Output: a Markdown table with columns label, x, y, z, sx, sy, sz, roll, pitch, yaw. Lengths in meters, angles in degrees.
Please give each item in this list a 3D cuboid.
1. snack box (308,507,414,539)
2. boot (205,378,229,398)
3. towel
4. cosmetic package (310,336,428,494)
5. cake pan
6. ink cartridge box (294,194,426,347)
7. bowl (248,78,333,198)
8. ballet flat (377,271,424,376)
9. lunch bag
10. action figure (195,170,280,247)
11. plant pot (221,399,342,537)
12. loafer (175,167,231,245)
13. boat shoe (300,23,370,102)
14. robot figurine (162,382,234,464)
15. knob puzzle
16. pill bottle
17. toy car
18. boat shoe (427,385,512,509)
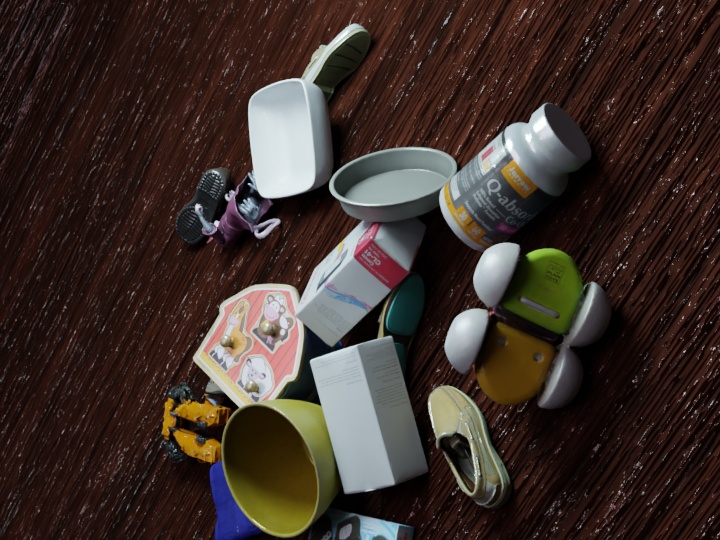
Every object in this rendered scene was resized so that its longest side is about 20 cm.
| label | x | y | z | sx | sy | sz | roll | pitch | yaw |
| --- | --- | --- | --- | --- | --- | --- | --- | --- | --- |
| snack box | -0.007 | 0.415 | 1.503 | 0.198 | 0.037 | 0.119 | -4 | 72 | 51 |
| boot | -0.203 | 0.154 | 1.848 | 0.199 | 0.072 | 0.154 | -10 | 67 | 56 |
| towel | -0.178 | 0.372 | 1.738 | 0.199 | 0.049 | 0.150 | -31 | 59 | 40 |
| cosmetic package | 0.012 | 0.208 | 1.479 | 0.112 | 0.080 | 0.204 | -19 | 85 | 45 |
| cake pan | 0.051 | -0.130 | 1.573 | 0.200 | 0.198 | 0.037 | 35 | 142 | 52 |
| ink cartridge box | 0.000 | 0.000 | 1.595 | 0.200 | 0.085 | 0.148 | -43 | 14 | 31 |
| bowl | -0.119 | -0.238 | 1.872 | 0.198 | 0.074 | 0.204 | -4 | 93 | 51 |
| ballet flat | 0.045 | 0.100 | 1.554 | 0.063 | 0.068 | 0.204 | 1 | 75 | 57 |
| lunch bag | -0.138 | 0.132 | 1.702 | 0.198 | 0.132 | 0.138 | 31 | 93 | 33 |
| action figure | -0.233 | -0.097 | 2.003 | 0.149 | 0.134 | 0.200 | 47 | 136 | 4 |
| plant pot | -0.092 | 0.280 | 1.562 | 0.197 | 0.141 | 0.204 | 10 | 106 | 37 |
| loafer | -0.313 | -0.132 | 2.130 | 0.201 | 0.073 | 0.071 | -50 | -4 | 34 |
| boat shoe | -0.058 | -0.380 | 1.894 | 0.200 | 0.074 | 0.069 | -46 | 48 | 30 |
| robot figurine | -0.305 | 0.289 | 1.915 | 0.198 | 0.057 | 0.148 | 7 | 90 | 52 |
| knob puzzle | -0.165 | 0.108 | 1.629 | 0.216 | 0.030 | 0.224 | -9 | 73 | 29 |
| pill bottle | 0.209 | -0.126 | 1.404 | 0.200 | 0.115 | 0.118 | -42 | 45 | 33 |
| toy car | 0.208 | 0.066 | 1.311 | 0.150 | 0.172 | 0.203 | -72 | 6 | -85 |
| boat shoe | 0.131 | 0.225 | 1.378 | 0.072 | 0.075 | 0.201 | -55 | 39 | 20 |
